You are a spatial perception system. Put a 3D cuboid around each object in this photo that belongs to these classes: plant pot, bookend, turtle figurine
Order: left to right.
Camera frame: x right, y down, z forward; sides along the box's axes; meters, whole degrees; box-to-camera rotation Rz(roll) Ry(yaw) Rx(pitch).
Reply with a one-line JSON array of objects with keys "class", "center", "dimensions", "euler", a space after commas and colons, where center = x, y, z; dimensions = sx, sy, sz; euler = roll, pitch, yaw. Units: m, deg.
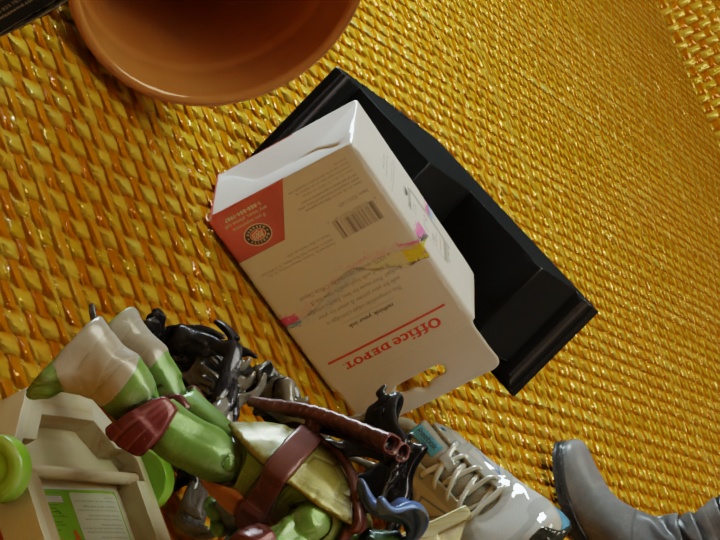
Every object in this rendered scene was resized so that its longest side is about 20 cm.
[{"class": "turtle figurine", "center": [-0.084, 0.124, 1.104], "dimensions": [0.194, 0.200, 0.144], "euler": [44, 41, 4]}, {"class": "plant pot", "center": [-0.106, -0.227, 1.498], "dimensions": [0.200, 0.200, 0.140], "euler": [49, 7, -35]}, {"class": "bookend", "center": [0.049, -0.025, 1.655], "dimensions": [0.200, 0.092, 0.199], "euler": [48, 8, 24]}]

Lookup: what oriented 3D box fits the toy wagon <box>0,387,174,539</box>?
[{"class": "toy wagon", "center": [-0.125, 0.155, 1.128], "dimensions": [0.155, 0.039, 0.201], "euler": [17, 49, -65]}]

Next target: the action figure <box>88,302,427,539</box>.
[{"class": "action figure", "center": [-0.069, 0.087, 1.246], "dimensions": [0.119, 0.199, 0.102], "euler": [86, 26, -61]}]

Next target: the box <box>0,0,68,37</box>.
[{"class": "box", "center": [-0.231, -0.260, 1.311], "dimensions": [0.200, 0.104, 0.148], "euler": [46, 25, -42]}]

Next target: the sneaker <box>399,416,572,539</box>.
[{"class": "sneaker", "center": [0.060, 0.143, 1.491], "dimensions": [0.087, 0.075, 0.200], "euler": [59, -19, -21]}]

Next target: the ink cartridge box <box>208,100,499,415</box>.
[{"class": "ink cartridge box", "center": [0.000, 0.000, 1.559], "dimensions": [0.200, 0.116, 0.068], "euler": [55, 19, -25]}]

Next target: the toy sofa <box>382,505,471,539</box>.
[{"class": "toy sofa", "center": [0.052, 0.255, 1.411], "dimensions": [0.201, 0.097, 0.083], "euler": [65, -20, 8]}]

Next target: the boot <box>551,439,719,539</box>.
[{"class": "boot", "center": [0.248, 0.214, 1.907], "dimensions": [0.070, 0.131, 0.201], "euler": [10, 55, -67]}]
